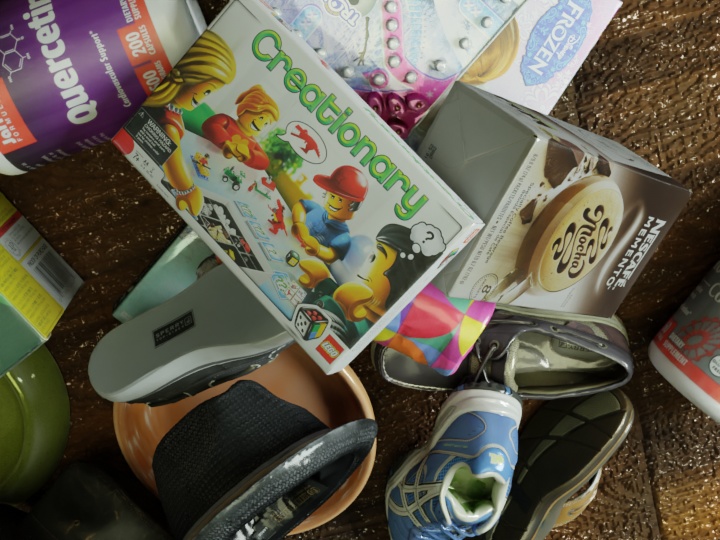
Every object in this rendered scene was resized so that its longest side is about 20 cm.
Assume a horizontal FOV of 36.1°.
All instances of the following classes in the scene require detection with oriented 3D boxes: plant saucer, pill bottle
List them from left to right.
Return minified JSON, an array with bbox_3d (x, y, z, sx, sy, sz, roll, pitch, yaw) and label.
[{"bbox_3d":[-0.328,0.113,0.853,0.199,0.031,0.200,-1,109,-2],"label":"plant saucer"},{"bbox_3d":[-0.200,-0.134,0.733,0.200,0.112,0.113,-21,108,3],"label":"pill bottle"},{"bbox_3d":[-0.085,0.114,0.838,0.200,0.037,0.201,3,118,6],"label":"plant saucer"},{"bbox_3d":[0.314,0.020,0.805,0.116,0.116,0.200,34,103,-12],"label":"pill bottle"}]

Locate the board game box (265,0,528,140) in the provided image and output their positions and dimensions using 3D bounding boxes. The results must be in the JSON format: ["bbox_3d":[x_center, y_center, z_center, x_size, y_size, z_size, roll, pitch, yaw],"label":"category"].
[{"bbox_3d":[0.017,-0.216,0.697,0.200,0.026,0.200,40,101,-13],"label":"board game box"}]

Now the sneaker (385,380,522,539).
[{"bbox_3d":[0.065,0.172,0.843,0.076,0.077,0.200,12,132,-7],"label":"sneaker"}]

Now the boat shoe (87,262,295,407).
[{"bbox_3d":[-0.089,0.046,0.746,0.200,0.070,0.066,-27,147,20],"label":"boat shoe"}]

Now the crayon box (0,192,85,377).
[{"bbox_3d":[-0.286,-0.032,0.758,0.051,0.127,0.200,-37,105,9],"label":"crayon box"}]

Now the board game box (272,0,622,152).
[{"bbox_3d":[0.039,-0.151,0.753,0.199,0.041,0.200,29,104,-12],"label":"board game box"}]

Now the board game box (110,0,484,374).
[{"bbox_3d":[-0.040,-0.053,0.662,0.200,0.035,0.126,46,104,10],"label":"board game box"}]

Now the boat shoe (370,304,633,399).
[{"bbox_3d":[0.108,0.064,0.837,0.199,0.065,0.072,1,110,-2],"label":"boat shoe"}]

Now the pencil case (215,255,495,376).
[{"bbox_3d":[0.000,0.000,0.773,0.200,0.088,0.089,27,105,-5],"label":"pencil case"}]

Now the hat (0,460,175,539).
[{"bbox_3d":[-0.189,0.193,0.818,0.200,0.201,0.081,29,87,-11],"label":"hat"}]

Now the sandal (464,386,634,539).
[{"bbox_3d":[0.153,0.173,0.871,0.055,0.082,0.200,20,108,-28],"label":"sandal"}]

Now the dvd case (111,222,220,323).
[{"bbox_3d":[-0.070,0.003,0.833,0.146,0.022,0.200,40,102,-14],"label":"dvd case"}]

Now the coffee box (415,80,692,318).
[{"bbox_3d":[0.120,-0.040,0.738,0.200,0.080,0.113,8,117,-48],"label":"coffee box"}]

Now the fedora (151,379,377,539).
[{"bbox_3d":[-0.083,0.136,0.755,0.201,0.201,0.092,-42,74,11],"label":"fedora"}]
